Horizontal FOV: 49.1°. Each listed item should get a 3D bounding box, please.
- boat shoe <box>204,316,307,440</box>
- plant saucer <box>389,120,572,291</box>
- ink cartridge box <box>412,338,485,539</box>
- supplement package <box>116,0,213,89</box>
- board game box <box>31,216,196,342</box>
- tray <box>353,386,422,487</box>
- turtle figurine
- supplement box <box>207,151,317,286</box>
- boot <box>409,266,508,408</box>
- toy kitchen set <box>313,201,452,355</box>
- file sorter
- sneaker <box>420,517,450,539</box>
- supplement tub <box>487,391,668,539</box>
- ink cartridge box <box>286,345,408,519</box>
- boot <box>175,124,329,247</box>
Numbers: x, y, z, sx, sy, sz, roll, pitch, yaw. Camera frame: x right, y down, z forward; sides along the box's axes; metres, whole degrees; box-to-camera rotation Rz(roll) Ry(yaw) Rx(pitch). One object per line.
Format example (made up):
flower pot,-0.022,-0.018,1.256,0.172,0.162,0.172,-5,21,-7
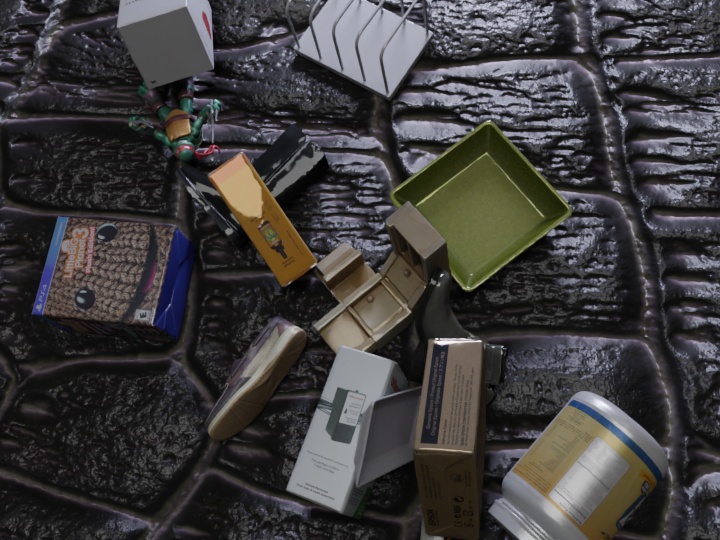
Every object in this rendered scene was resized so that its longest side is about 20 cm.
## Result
boat shoe,-0.160,0.154,1.148,0.065,0.072,0.201,34,83,31
plant saucer,0.178,-0.092,1.183,0.199,0.048,0.201,-36,69,-4
ink cartridge box,0.116,0.211,0.983,0.074,0.201,0.166,1,44,12
supplement package,-0.319,-0.418,1.309,0.119,0.122,0.201,-15,47,4
board game box,-0.374,0.014,1.214,0.198,0.097,0.161,4,72,11
tray,0.041,0.204,1.015,0.022,0.200,0.109,12,94,26
turtle figurine,-0.302,-0.245,1.292,0.148,0.101,0.201,-15,53,-11
supplement box,-0.146,-0.075,1.184,0.066,0.069,0.201,-34,93,-4
boot,0.141,0.091,1.067,0.129,0.202,0.068,15,38,16
toy kitchen set,0.000,0.000,1.111,0.200,0.181,0.163,-39,68,-7
file sorter,-0.004,-0.403,1.282,0.199,0.125,0.139,31,78,18
sneaker,0.065,0.410,1.017,0.091,0.076,0.202,4,71,15
supplement tub,0.270,0.270,0.990,0.144,0.145,0.200,40,82,20
ink cartridge box,-0.012,0.218,1.056,0.082,0.147,0.202,17,73,16
boot,-0.171,-0.162,1.253,0.200,0.066,0.165,-44,82,-1
